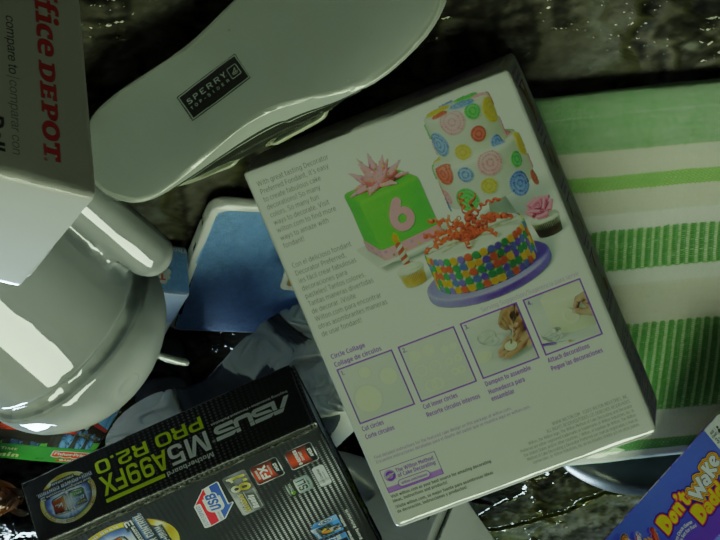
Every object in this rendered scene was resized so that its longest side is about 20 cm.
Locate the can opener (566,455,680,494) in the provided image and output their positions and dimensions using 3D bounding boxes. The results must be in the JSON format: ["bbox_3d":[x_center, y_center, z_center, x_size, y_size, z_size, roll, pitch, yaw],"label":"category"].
[{"bbox_3d":[0.092,0.072,1.476,0.200,0.067,0.053,13,153,-16],"label":"can opener"}]

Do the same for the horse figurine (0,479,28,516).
[{"bbox_3d":[-0.289,0.136,1.623,0.132,0.050,0.200,2,166,-25],"label":"horse figurine"}]

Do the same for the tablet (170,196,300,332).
[{"bbox_3d":[0.000,0.000,1.521,0.200,0.014,0.130,2,147,-17],"label":"tablet"}]

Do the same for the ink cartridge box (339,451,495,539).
[{"bbox_3d":[0.012,0.191,1.718,0.147,0.086,0.200,13,159,27],"label":"ink cartridge box"}]

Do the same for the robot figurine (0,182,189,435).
[{"bbox_3d":[-0.176,0.006,1.374,0.170,0.113,0.200,-24,128,30],"label":"robot figurine"}]

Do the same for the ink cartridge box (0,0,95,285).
[{"bbox_3d":[-0.225,-0.090,1.202,0.200,0.146,0.084,13,142,-30],"label":"ink cartridge box"}]

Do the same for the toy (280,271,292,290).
[{"bbox_3d":[0.065,-0.015,1.458,0.200,0.047,0.115,1,140,-14],"label":"toy"}]

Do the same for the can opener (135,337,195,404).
[{"bbox_3d":[-0.124,0.111,1.640,0.067,0.053,0.200,-8,148,1],"label":"can opener"}]

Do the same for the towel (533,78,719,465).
[{"bbox_3d":[0.123,0.004,1.422,0.152,0.200,0.023,-5,-167,-4],"label":"towel"}]

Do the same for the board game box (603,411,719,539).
[{"bbox_3d":[0.228,0.109,1.473,0.200,0.045,0.134,-16,151,-47],"label":"board game box"}]

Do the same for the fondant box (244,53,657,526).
[{"bbox_3d":[0.048,0.010,1.376,0.144,0.200,0.058,-21,-169,13],"label":"fondant box"}]

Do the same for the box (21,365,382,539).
[{"bbox_3d":[-0.077,0.150,1.502,0.160,0.044,0.200,-24,143,0],"label":"box"}]

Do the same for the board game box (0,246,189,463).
[{"bbox_3d":[-0.198,0.043,1.531,0.151,0.037,0.200,7,145,-20],"label":"board game box"}]

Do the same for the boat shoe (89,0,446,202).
[{"bbox_3d":[-0.043,-0.099,1.312,0.200,0.071,0.064,-28,176,18],"label":"boat shoe"}]

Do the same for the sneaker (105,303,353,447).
[{"bbox_3d":[-0.039,0.094,1.559,0.199,0.080,0.130,-32,152,-6],"label":"sneaker"}]
